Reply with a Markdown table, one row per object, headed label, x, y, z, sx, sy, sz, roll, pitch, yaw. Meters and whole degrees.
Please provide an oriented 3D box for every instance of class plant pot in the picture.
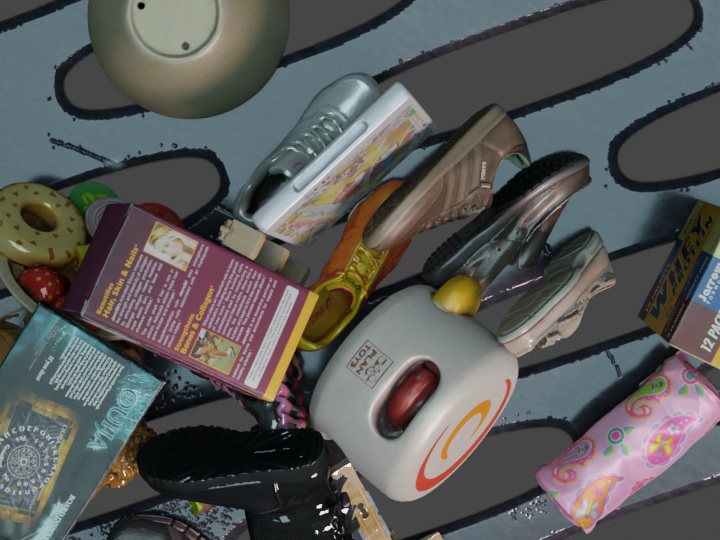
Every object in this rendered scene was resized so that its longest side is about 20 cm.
| label | x | y | z | sx | sy | sz | roll | pitch | yaw |
| --- | --- | --- | --- | --- | --- | --- | --- | --- | --- |
| plant pot | -0.169 | -0.243 | 1.695 | 0.199 | 0.134 | 0.201 | 0 | 96 | 0 |

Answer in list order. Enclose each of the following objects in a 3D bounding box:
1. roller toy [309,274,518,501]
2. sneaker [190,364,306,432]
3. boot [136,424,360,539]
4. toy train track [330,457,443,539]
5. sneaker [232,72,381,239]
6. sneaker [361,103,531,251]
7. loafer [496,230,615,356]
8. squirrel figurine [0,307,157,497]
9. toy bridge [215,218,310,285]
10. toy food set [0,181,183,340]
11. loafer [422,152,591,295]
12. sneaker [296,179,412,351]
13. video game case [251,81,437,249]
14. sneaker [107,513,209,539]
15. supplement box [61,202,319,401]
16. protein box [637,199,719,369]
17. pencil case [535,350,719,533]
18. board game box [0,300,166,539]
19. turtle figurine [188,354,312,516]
| label | x | y | z | sx | sy | sz | roll | pitch | yaw |
| --- | --- | --- | --- | --- | --- | --- | --- | --- | --- |
| roller toy | 0.047 | 0.111 | 1.697 | 0.140 | 0.182 | 0.200 | 39 | 137 | 19 |
| sneaker | -0.117 | 0.097 | 1.731 | 0.095 | 0.079 | 0.201 | -22 | 64 | 4 |
| boot | -0.101 | 0.225 | 1.686 | 0.197 | 0.074 | 0.163 | -3 | 131 | 12 |
| toy train track | 0.013 | 0.262 | 1.773 | 0.114 | 0.033 | 0.200 | -31 | 121 | -9 |
| sneaker | -0.049 | -0.107 | 1.725 | 0.078 | 0.099 | 0.200 | 38 | 95 | 0 |
| sneaker | 0.090 | -0.075 | 1.718 | 0.200 | 0.070 | 0.076 | -45 | 100 | -18 |
| loafer | 0.197 | 0.031 | 1.701 | 0.072 | 0.200 | 0.063 | -27 | 103 | 39 |
| squirrel figurine | -0.283 | 0.121 | 1.681 | 0.141 | 0.187 | 0.200 | -37 | 63 | 8 |
| toy bridge | -0.102 | -0.021 | 1.689 | 0.067 | 0.200 | 0.027 | 27 | 86 | 16 |
| toy food set | -0.251 | -0.012 | 1.705 | 0.197 | 0.200 | 0.049 | -5 | 136 | -31 |
| loafer | 0.153 | -0.039 | 1.753 | 0.200 | 0.073 | 0.071 | -39 | 105 | 9 |
| sneaker | 0.000 | 0.000 | 1.740 | 0.073 | 0.077 | 0.200 | 35 | 84 | -17 |
| video game case | -0.011 | -0.094 | 1.677 | 0.182 | 0.200 | 0.023 | -43 | 81 | 4 |
| sneaker | -0.164 | 0.313 | 1.763 | 0.200 | 0.116 | 0.076 | 28 | 96 | -3 |
| supplement box | -0.155 | 0.029 | 1.620 | 0.200 | 0.086 | 0.111 | 27 | 82 | -21 |
| protein box | 0.394 | 0.039 | 1.688 | 0.199 | 0.199 | 0.135 | 26 | 95 | -2 |
| pencil case | 0.269 | 0.169 | 1.764 | 0.200 | 0.087 | 0.087 | -42 | 94 | 4 |
| board game box | -0.283 | 0.147 | 1.596 | 0.135 | 0.028 | 0.200 | 33 | 92 | -6 |
| turtle figurine | -0.105 | 0.172 | 1.773 | 0.161 | 0.064 | 0.201 | -17 | 85 | -13 |
